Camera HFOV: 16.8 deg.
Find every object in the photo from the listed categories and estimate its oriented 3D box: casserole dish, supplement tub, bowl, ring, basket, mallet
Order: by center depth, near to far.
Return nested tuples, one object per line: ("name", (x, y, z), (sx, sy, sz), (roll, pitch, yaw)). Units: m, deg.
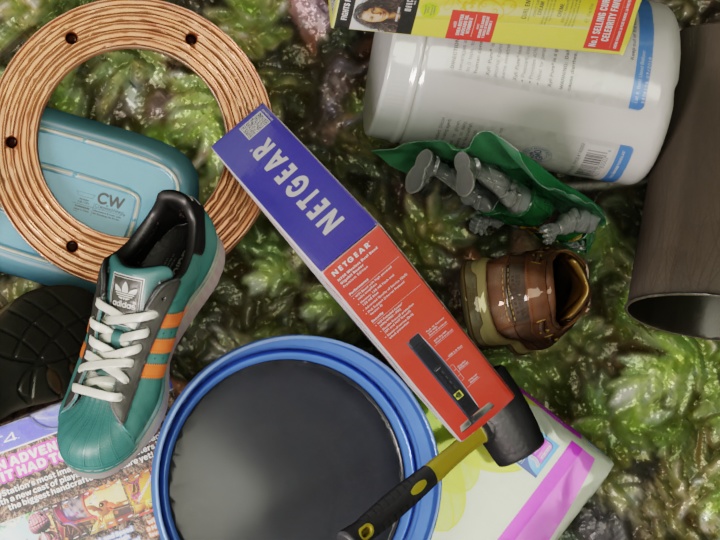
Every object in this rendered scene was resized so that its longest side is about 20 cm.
("mallet", (0.055, 0.141, 1.619), (0.066, 0.041, 0.200), (55, 47, -11))
("bowl", (-0.045, 0.144, 1.636), (0.200, 0.039, 0.201), (1, 86, -17))
("ring", (-0.157, -0.088, 1.681), (0.200, 0.019, 0.201), (0, 89, -6))
("supplement tub", (0.111, -0.138, 1.692), (0.199, 0.132, 0.132), (11, 89, -7))
("basket", (0.263, -0.062, 1.702), (0.136, 0.180, 0.201), (6, 81, 10))
("casserole dish", (-0.204, -0.048, 1.704), (0.200, 0.039, 0.121), (16, 89, -7))

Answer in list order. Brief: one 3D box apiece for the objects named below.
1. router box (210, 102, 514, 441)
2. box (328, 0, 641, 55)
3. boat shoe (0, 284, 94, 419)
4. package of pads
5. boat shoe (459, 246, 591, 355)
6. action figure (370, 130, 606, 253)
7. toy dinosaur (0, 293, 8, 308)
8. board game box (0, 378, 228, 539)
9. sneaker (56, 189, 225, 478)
("router box", (0.000, 0.000, 1.614), (0.049, 0.200, 0.180), (-40, 127, -2))
("box", (0.082, -0.190, 1.592), (0.199, 0.050, 0.075), (5, 133, -11))
("boat shoe", (-0.254, 0.067, 1.619), (0.200, 0.074, 0.076), (-31, 105, -45))
("package of pads", (0.057, 0.165, 1.720), (0.154, 0.068, 0.200), (38, 86, -6))
("boat shoe", (0.126, 0.019, 1.661), (0.067, 0.200, 0.072), (-9, 88, 19))
("action figure", (0.110, -0.047, 1.682), (0.118, 0.200, 0.055), (7, 82, 38))
("toy dinosaur", (-0.289, 0.023, 1.663), (0.101, 0.058, 0.200), (36, 108, -26))
("board game box", (-0.177, 0.181, 1.678), (0.159, 0.097, 0.200), (-20, 93, -6))
("sneaker", (-0.153, 0.036, 1.601), (0.071, 0.080, 0.200), (13, 64, 20))
